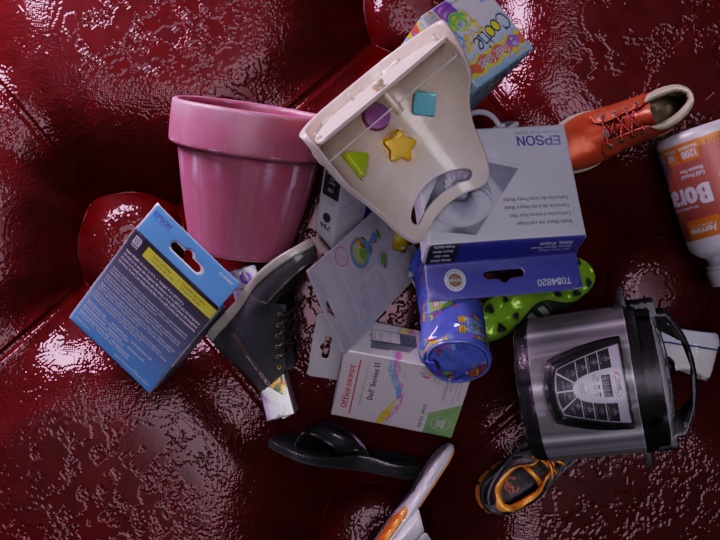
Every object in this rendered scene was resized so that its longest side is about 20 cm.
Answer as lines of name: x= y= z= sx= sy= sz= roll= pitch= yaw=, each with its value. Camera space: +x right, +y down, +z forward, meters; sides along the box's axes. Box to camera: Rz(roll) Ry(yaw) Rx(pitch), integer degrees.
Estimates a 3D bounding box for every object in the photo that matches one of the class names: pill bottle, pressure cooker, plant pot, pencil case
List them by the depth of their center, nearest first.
pressure cooker: x=0.289 y=0.127 z=1.000 sx=0.199 sy=0.179 sz=0.176 roll=-9 pitch=132 yaw=16
pencil case: x=0.104 y=0.043 z=1.035 sx=0.086 sy=0.201 sz=0.078 roll=-17 pitch=131 yaw=11
plant pot: x=-0.140 y=-0.113 z=1.051 sx=0.198 sy=0.200 sz=0.180 roll=8 pitch=104 yaw=-1
pill bottle: x=0.462 y=-0.086 z=1.090 sx=0.111 sy=0.112 sz=0.201 roll=-17 pitch=88 yaw=-2

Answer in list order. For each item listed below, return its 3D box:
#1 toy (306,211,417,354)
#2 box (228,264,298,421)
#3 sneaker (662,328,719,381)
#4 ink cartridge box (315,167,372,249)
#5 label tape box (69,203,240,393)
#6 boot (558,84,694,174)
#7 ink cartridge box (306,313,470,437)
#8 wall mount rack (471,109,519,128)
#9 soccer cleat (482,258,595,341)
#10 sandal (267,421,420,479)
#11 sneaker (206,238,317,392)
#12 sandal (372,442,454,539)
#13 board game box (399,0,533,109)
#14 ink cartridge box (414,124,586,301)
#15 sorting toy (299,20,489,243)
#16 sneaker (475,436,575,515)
toy: x=0.000 y=0.000 z=1.060 sx=0.200 sy=0.047 sz=0.116 roll=-42 pitch=117 yaw=-40
box: x=-0.126 y=0.093 z=1.107 sx=0.038 sy=0.041 sz=0.201 roll=-15 pitch=87 yaw=1
sneaker: x=0.367 y=0.106 z=1.101 sx=0.198 sy=0.073 sz=0.071 roll=6 pitch=84 yaw=-1
ink cartridge box: x=-0.005 y=-0.107 z=1.058 sx=0.039 sy=0.099 sz=0.201 roll=29 pitch=125 yaw=29
label tape box: x=-0.248 y=0.032 z=1.063 sx=0.143 sy=0.066 sz=0.200 roll=42 pitch=108 yaw=1
boot: x=0.328 y=-0.186 z=1.095 sx=0.199 sy=0.107 sz=0.075 roll=-24 pitch=90 yaw=0
ink cartridge box: x=0.031 y=0.132 z=1.069 sx=0.198 sy=0.068 sz=0.118 roll=11 pitch=126 yaw=0
wall mount rack: x=0.147 y=-0.099 z=1.095 sx=0.173 sy=0.075 sz=0.201 roll=-28 pitch=103 yaw=-6
soccer cleat: x=0.217 y=0.037 z=1.107 sx=0.199 sy=0.081 sz=0.068 roll=-24 pitch=82 yaw=-23
sandal: x=-0.019 y=0.224 z=1.091 sx=0.199 sy=0.075 sz=0.048 roll=11 pitch=93 yaw=-10
sneaker: x=-0.093 y=0.055 z=1.030 sx=0.106 sy=0.075 sz=0.200 roll=47 pitch=122 yaw=6
sandal: x=0.073 y=0.319 z=1.084 sx=0.059 sy=0.079 sz=0.207 roll=36 pitch=86 yaw=3
board game box: x=0.097 y=-0.235 z=1.033 sx=0.105 sy=0.200 sz=0.103 roll=-38 pitch=89 yaw=-27
ink cartridge box: x=0.162 y=-0.071 z=1.004 sx=0.198 sy=0.041 sz=0.201 roll=-5 pitch=76 yaw=-11
sorting toy: x=0.052 y=-0.133 z=0.934 sx=0.200 sy=0.107 sz=0.180 roll=-41 pitch=105 yaw=-11
sneaker: x=0.234 y=0.243 z=1.092 sx=0.078 sy=0.077 sz=0.200 roll=43 pitch=86 yaw=2
